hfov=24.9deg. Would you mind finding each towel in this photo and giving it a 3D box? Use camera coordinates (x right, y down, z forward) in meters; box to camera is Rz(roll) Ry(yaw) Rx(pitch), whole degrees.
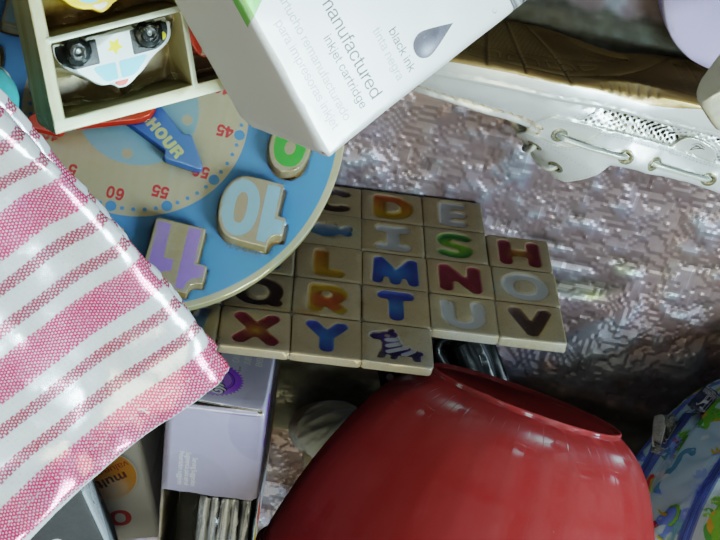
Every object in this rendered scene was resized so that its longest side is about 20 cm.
[{"bbox_3d":[-0.159,0.021,0.654,0.146,0.030,0.200,-41,125,-6],"label":"towel"}]

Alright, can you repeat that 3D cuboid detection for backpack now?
[{"bbox_3d":[0.207,0.146,0.879,0.153,0.200,0.164,2,124,25],"label":"backpack"}]

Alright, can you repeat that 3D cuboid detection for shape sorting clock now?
[{"bbox_3d":[-0.105,-0.076,0.762,0.198,0.202,0.039,10,164,-6],"label":"shape sorting clock"}]

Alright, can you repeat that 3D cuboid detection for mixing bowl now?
[{"bbox_3d":[0.060,0.110,0.769,0.199,0.200,0.109,19,93,-11],"label":"mixing bowl"}]

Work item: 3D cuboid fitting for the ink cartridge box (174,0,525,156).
[{"bbox_3d":[0.010,-0.170,0.695,0.200,0.084,0.146,-39,120,-15],"label":"ink cartridge box"}]

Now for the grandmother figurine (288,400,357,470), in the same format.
[{"bbox_3d":[0.011,0.166,0.950,0.121,0.060,0.201,-6,111,46],"label":"grandmother figurine"}]

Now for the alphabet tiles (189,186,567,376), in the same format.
[{"bbox_3d":[0.000,0.000,0.805,0.198,0.168,0.008,7,120,-4],"label":"alphabet tiles"}]

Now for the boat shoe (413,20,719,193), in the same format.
[{"bbox_3d":[0.108,-0.075,0.815,0.198,0.071,0.070,12,120,-7],"label":"boat shoe"}]

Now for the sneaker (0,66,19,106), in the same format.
[{"bbox_3d":[-0.227,-0.042,0.652,0.200,0.079,0.078,-36,124,-31],"label":"sneaker"}]

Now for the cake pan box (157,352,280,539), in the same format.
[{"bbox_3d":[-0.072,0.090,0.844,0.052,0.200,0.186,6,119,0],"label":"cake pan box"}]

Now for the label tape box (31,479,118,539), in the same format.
[{"bbox_3d":[-0.200,0.104,0.746,0.142,0.066,0.201,-20,134,-7],"label":"label tape box"}]

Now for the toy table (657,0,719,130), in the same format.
[{"bbox_3d":[0.235,-0.145,0.746,0.184,0.117,0.200,39,115,-21],"label":"toy table"}]

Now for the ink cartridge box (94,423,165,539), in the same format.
[{"bbox_3d":[-0.170,0.051,0.862,0.127,0.126,0.201,-5,121,4],"label":"ink cartridge box"}]

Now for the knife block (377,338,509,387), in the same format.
[{"bbox_3d":[0.067,0.126,0.885,0.064,0.201,0.176,-20,149,13],"label":"knife block"}]

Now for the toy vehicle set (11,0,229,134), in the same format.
[{"bbox_3d":[-0.060,-0.148,0.728,0.199,0.026,0.125,-19,112,-24],"label":"toy vehicle set"}]
